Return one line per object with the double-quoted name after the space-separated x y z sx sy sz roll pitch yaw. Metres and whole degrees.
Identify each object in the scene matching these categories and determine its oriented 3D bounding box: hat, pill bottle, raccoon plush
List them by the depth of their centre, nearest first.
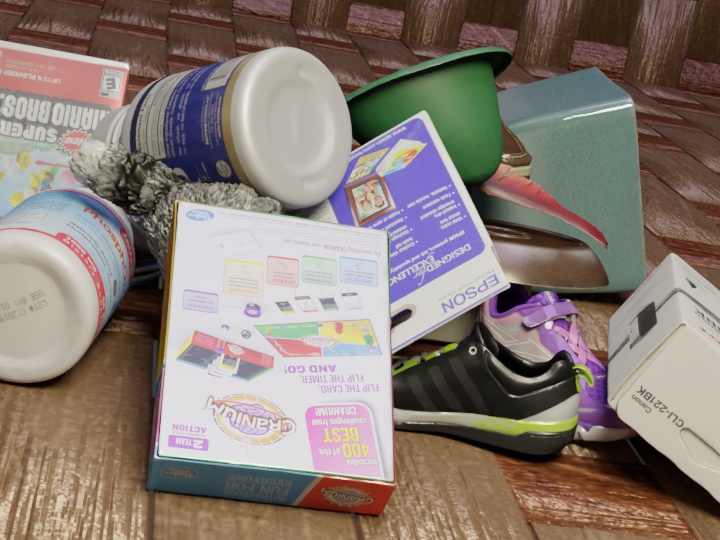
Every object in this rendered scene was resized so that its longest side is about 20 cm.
-0.136 0.007 1.089 0.198 0.097 0.135 19 57 3 "raccoon plush"
-0.226 0.001 1.118 0.108 0.110 0.200 11 17 0 "pill bottle"
-0.115 -0.097 1.177 0.199 0.121 0.119 -7 0 43 "pill bottle"
0.082 -0.073 1.250 0.198 0.178 0.166 -20 -6 7 "hat"

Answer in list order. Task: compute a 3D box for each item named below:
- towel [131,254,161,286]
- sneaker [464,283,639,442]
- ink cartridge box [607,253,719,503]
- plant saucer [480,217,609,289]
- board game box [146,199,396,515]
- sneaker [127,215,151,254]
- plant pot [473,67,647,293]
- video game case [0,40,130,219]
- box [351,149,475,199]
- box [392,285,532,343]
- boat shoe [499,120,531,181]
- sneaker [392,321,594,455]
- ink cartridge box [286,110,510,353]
-0.100 -0.031 1.342 0.143 0.024 0.200 -10 14 28 "towel"
0.151 0.066 1.191 0.080 0.089 0.200 1 20 -37 "sneaker"
0.260 0.083 1.120 0.144 0.084 0.200 40 18 -2 "ink cartridge box"
0.117 -0.020 1.302 0.198 0.032 0.200 8 8 -1 "plant saucer"
-0.055 0.053 0.985 0.151 0.040 0.202 8 52 -10 "board game box"
-0.204 -0.051 1.374 0.075 0.105 0.201 20 28 -22 "sneaker"
0.171 -0.084 1.559 0.198 0.198 0.197 -8 17 0 "plant pot"
-0.279 -0.091 1.272 0.141 0.202 0.017 9 -16 -6 "video game case"
0.015 -0.074 1.311 0.120 0.033 0.200 17 12 18 "box"
0.042 0.017 1.317 0.198 0.069 0.082 8 13 -12 "box"
0.093 -0.138 1.409 0.074 0.076 0.202 -8 23 -26 "boat shoe"
0.071 0.073 1.111 0.198 0.084 0.072 10 15 9 "sneaker"
0.000 0.000 1.139 0.197 0.043 0.201 -29 47 7 "ink cartridge box"
